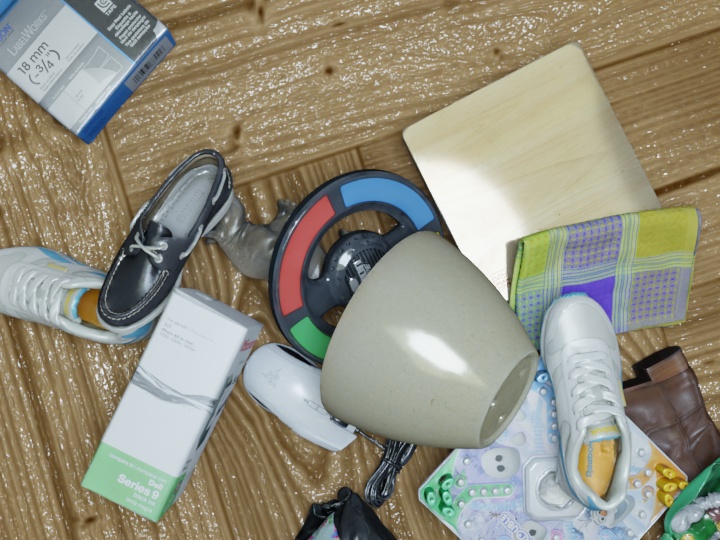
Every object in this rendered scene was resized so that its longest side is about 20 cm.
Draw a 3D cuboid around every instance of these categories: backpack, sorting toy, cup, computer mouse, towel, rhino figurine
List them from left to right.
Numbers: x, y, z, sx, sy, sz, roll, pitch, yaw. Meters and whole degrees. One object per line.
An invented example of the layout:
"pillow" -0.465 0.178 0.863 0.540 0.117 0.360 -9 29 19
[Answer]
"rhino figurine" -0.087 -0.029 1.062 0.199 0.060 0.088 25 86 2
"backpack" -0.038 0.339 1.024 0.200 0.127 0.167 -39 93 2
"computer mouse" -0.034 0.148 1.067 0.199 0.044 0.110 31 90 0
"cup" 0.079 0.084 0.961 0.143 0.200 0.201 29 89 26
"sorting toy" 0.171 -0.095 1.059 0.199 0.070 0.200 -27 89 0
"towel" 0.243 0.010 1.029 0.198 0.023 0.145 -8 124 -14

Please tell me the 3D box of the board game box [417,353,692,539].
"board game box" 0.192 0.213 1.010 0.200 0.026 0.200 44 87 -6

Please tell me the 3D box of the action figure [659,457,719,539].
"action figure" 0.359 0.221 1.005 0.200 0.055 0.118 -40 126 -3

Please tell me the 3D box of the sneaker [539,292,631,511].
"sneaker" 0.215 0.120 0.956 0.076 0.081 0.202 -8 91 -4

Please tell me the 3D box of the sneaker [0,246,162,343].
"sneaker" -0.302 0.022 1.042 0.198 0.081 0.077 12 90 1

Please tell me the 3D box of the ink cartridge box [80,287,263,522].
"ink cartridge box" -0.179 0.125 1.015 0.084 0.146 0.201 26 89 1

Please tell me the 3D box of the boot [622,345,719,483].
"boot" 0.298 0.206 1.064 0.185 0.064 0.201 -28 94 2

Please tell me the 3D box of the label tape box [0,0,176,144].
"label tape box" -0.313 -0.251 1.061 0.200 0.063 0.144 41 89 0

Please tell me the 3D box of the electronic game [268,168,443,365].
"electronic game" 0.000 0.000 1.017 0.199 0.042 0.202 -12 113 -29

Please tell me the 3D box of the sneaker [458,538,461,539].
"sneaker" 0.145 0.359 1.050 0.079 0.078 0.202 -3 84 -11

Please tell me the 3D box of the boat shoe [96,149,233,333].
"boat shoe" -0.188 -0.032 0.996 0.074 0.060 0.200 31 66 13
